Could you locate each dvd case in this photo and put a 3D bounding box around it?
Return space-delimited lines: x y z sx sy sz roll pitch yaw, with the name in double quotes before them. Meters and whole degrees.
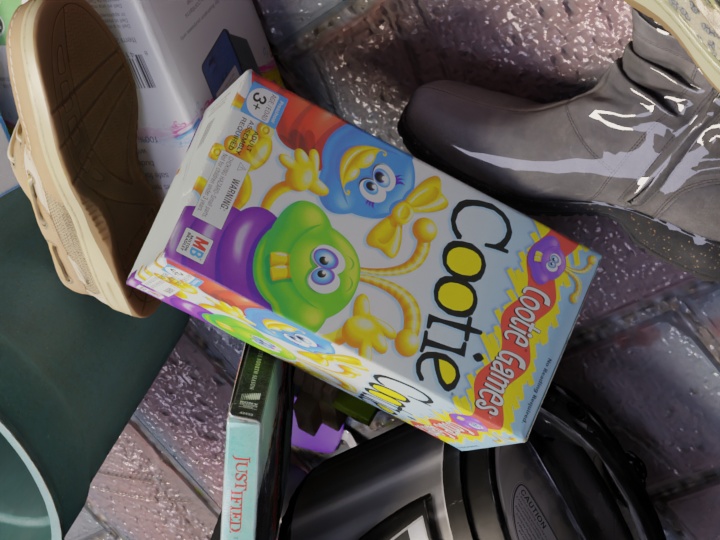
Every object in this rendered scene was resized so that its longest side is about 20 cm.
"dvd case" -0.054 0.094 1.203 0.022 0.200 0.147 5 115 1

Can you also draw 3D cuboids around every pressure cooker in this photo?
"pressure cooker" 0.073 0.153 1.234 0.199 0.180 0.175 -26 137 32

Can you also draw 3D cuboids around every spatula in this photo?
"spatula" 0.018 0.126 1.371 0.199 0.021 0.057 29 145 8

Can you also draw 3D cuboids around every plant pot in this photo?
"plant pot" -0.211 0.053 1.331 0.199 0.197 0.201 19 138 19

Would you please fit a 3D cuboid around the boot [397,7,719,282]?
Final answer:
"boot" 0.123 -0.085 1.075 0.198 0.070 0.132 18 134 5

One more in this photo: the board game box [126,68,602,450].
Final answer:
"board game box" 0.000 0.000 1.107 0.199 0.104 0.105 27 167 -11

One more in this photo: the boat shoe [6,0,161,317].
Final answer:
"boat shoe" -0.153 -0.058 1.150 0.064 0.071 0.201 11 134 26

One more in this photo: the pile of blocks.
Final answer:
"pile of blocks" 0.011 0.033 1.242 0.062 0.082 0.201 27 138 12

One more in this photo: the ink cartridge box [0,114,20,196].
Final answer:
"ink cartridge box" -0.272 -0.121 1.239 0.200 0.068 0.116 42 157 44

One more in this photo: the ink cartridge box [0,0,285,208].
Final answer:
"ink cartridge box" -0.124 -0.098 1.212 0.144 0.088 0.201 2 127 35

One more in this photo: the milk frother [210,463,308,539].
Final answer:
"milk frother" -0.059 0.246 1.395 0.180 0.200 0.189 36 143 6

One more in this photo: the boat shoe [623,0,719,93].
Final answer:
"boat shoe" 0.173 -0.125 0.985 0.199 0.073 0.063 35 142 3
